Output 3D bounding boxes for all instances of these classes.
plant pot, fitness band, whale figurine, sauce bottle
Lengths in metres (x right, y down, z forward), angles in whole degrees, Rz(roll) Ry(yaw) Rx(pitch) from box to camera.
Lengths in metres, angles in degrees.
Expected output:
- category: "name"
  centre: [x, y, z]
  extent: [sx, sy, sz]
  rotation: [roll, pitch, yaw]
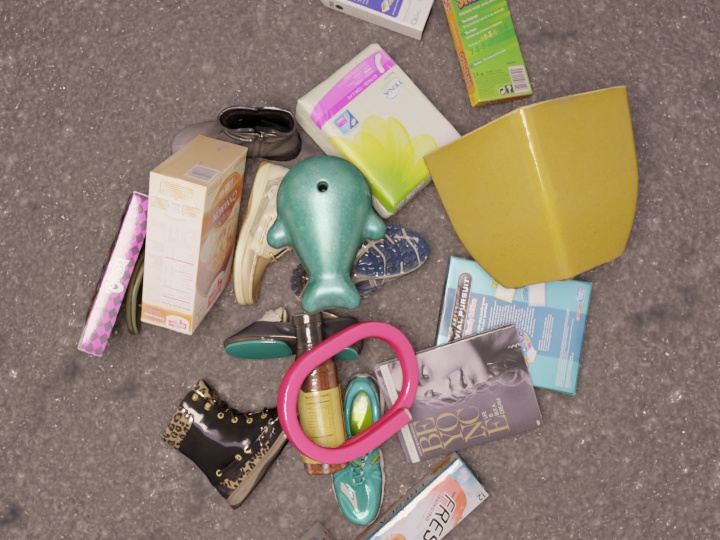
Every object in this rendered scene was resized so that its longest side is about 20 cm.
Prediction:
- category: "plant pot"
  centre: [0.228, -0.091, 0.849]
  extent: [0.192, 0.193, 0.204]
  rotation: [-17, 91, -31]
- category: "fitness band"
  centre: [-0.010, 0.150, 0.837]
  extent: [0.198, 0.037, 0.146]
  rotation: [-29, 98, -26]
- category: "whale figurine"
  centre: [-0.043, -0.051, 0.852]
  extent: [0.155, 0.104, 0.205]
  rotation: [-3, 72, -2]
- category: "sauce bottle"
  centre: [-0.056, 0.156, 0.871]
  extent: [0.064, 0.066, 0.205]
  rotation: [-7, 87, 1]

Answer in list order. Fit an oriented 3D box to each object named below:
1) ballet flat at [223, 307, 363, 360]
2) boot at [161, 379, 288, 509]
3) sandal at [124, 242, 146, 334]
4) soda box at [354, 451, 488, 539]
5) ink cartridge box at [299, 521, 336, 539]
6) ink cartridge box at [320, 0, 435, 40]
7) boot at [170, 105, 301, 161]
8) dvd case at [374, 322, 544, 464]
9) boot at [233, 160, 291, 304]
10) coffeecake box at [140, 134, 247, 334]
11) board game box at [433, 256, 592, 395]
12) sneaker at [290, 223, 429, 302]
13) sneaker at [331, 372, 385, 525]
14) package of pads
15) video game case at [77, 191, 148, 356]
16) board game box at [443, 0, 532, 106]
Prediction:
- category: "ballet flat"
  centre: [-0.091, 0.087, 0.939]
  extent: [0.195, 0.073, 0.075]
  rotation: [0, 85, 8]
- category: "boot"
  centre: [-0.167, 0.202, 0.927]
  extent: [0.149, 0.073, 0.202]
  rotation: [35, 93, 4]
- category: "sandal"
  centre: [-0.282, -0.006, 0.945]
  extent: [0.056, 0.080, 0.205]
  rotation: [21, 86, -10]
- category: "soda box"
  centre: [0.077, 0.335, 0.905]
  extent: [0.199, 0.068, 0.064]
  rotation: [-42, 85, -3]
- category: "ink cartridge box"
  centre: [-0.039, 0.418, 0.839]
  extent: [0.145, 0.200, 0.088]
  rotation: [45, 85, 6]
- category: "ink cartridge box"
  centre: [0.015, -0.420, 0.983]
  extent: [0.196, 0.039, 0.101]
  rotation: [22, 87, 2]
- category: "boot"
  centre: [-0.179, -0.191, 0.925]
  extent: [0.195, 0.132, 0.072]
  rotation: [-7, 86, 1]
- category: "dvd case"
  centre: [0.133, 0.169, 0.908]
  extent: [0.196, 0.016, 0.152]
  rotation: [-18, 102, 10]
- category: "boot"
  centre: [-0.089, -0.039, 0.942]
  extent: [0.151, 0.072, 0.205]
  rotation: [12, 83, 1]
- category: "coffeecake box"
  centre: [-0.212, -0.048, 0.864]
  extent: [0.071, 0.154, 0.204]
  rotation: [15, 118, 2]
- category: "board game box"
  centre: [0.206, 0.075, 0.933]
  extent: [0.195, 0.047, 0.155]
  rotation: [11, 87, 3]
- category: "sneaker"
  centre: [0.000, 0.000, 0.933]
  extent: [0.196, 0.086, 0.078]
  rotation: [-17, 67, -6]
- category: "sneaker"
  centre: [-0.004, 0.242, 0.911]
  extent: [0.076, 0.080, 0.205]
  rotation: [0, 86, 2]
- category: "package of pads"
  centre: [0.029, -0.196, 0.935]
  extent: [0.154, 0.068, 0.201]
  rotation: [-41, 87, -17]
- category: "video game case"
  centre: [-0.323, -0.002, 0.894]
  extent: [0.035, 0.181, 0.204]
  rotation: [20, 87, -21]
- category: "board game box"
  centre: [0.176, -0.339, 0.962]
  extent: [0.094, 0.030, 0.205]
  rotation: [-13, 87, -22]
